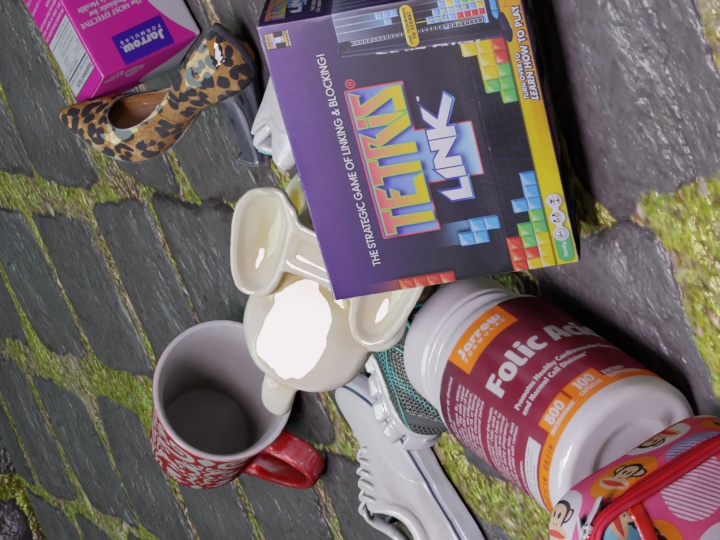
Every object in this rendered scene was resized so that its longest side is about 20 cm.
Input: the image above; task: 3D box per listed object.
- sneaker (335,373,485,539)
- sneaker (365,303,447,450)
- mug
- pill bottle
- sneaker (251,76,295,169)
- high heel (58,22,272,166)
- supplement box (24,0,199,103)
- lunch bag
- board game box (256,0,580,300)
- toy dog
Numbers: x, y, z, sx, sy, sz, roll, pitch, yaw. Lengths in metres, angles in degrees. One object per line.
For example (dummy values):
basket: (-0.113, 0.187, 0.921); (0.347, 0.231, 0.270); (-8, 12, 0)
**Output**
sneaker: (0.027, 0.176, 1.914); (0.200, 0.071, 0.073); (54, 158, 22)
sneaker: (0.031, 0.038, 1.764); (0.091, 0.077, 0.201); (-23, 98, 54)
mug: (-0.133, 0.158, 2.203); (0.178, 0.133, 0.200); (61, 163, 10)
pill bottle: (0.121, 0.085, 1.518); (0.200, 0.114, 0.115); (36, 147, 50)
sneaker: (-0.045, -0.122, 1.610); (0.075, 0.089, 0.200); (31, -168, -8)
high heel: (-0.172, -0.158, 1.895); (0.199, 0.072, 0.143); (7, 138, 19)
supplement box: (-0.235, -0.257, 1.972); (0.201, 0.101, 0.103); (61, 159, 2)
lunch bag: (0.197, 0.205, 1.389); (0.082, 0.175, 0.201); (10, 125, 65)
board game box: (0.040, -0.089, 1.431); (0.057, 0.164, 0.201); (-82, -21, -59)
toy dog: (0.000, 0.000, 1.633); (0.139, 0.200, 0.195); (15, 114, 13)
